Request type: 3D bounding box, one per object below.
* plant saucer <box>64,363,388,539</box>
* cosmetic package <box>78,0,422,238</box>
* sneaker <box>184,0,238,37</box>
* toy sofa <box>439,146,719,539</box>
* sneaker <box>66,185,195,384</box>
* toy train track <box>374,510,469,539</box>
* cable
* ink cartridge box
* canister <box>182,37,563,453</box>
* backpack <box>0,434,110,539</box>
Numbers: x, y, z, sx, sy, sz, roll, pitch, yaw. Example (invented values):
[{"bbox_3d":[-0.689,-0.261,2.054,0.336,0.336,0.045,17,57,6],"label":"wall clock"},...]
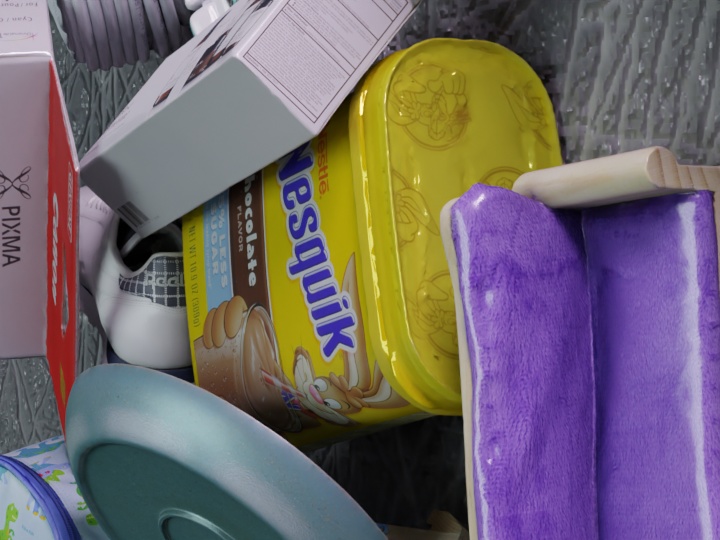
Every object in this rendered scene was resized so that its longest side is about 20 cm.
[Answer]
[{"bbox_3d":[-0.058,0.122,0.928,0.200,0.027,0.201,29,151,18],"label":"plant saucer"},{"bbox_3d":[-0.055,-0.078,0.898,0.051,0.083,0.200,44,154,-12],"label":"cosmetic package"},{"bbox_3d":[-0.041,-0.197,0.992,0.091,0.077,0.201,-22,76,41],"label":"sneaker"},{"bbox_3d":[0.093,0.061,0.737,0.083,0.097,0.201,-8,83,58],"label":"toy sofa"},{"bbox_3d":[-0.112,-0.010,1.065,0.200,0.076,0.081,-130,36,-58],"label":"sneaker"},{"bbox_3d":[-0.019,0.111,0.954,0.199,0.115,0.033,1,54,45],"label":"toy train track"},{"bbox_3d":[-0.143,-0.204,1.072,0.200,0.069,0.201,88,164,-58],"label":"cable"},{"bbox_3d":[-0.172,-0.029,1.038,0.177,0.044,0.201,-107,19,-46],"label":"ink cartridge box"},{"bbox_3d":[0.000,0.000,0.900,0.200,0.086,0.149,-23,70,58],"label":"canister"},{"bbox_3d":[-0.158,0.192,1.083,0.183,0.146,0.201,25,117,55],"label":"backpack"}]
